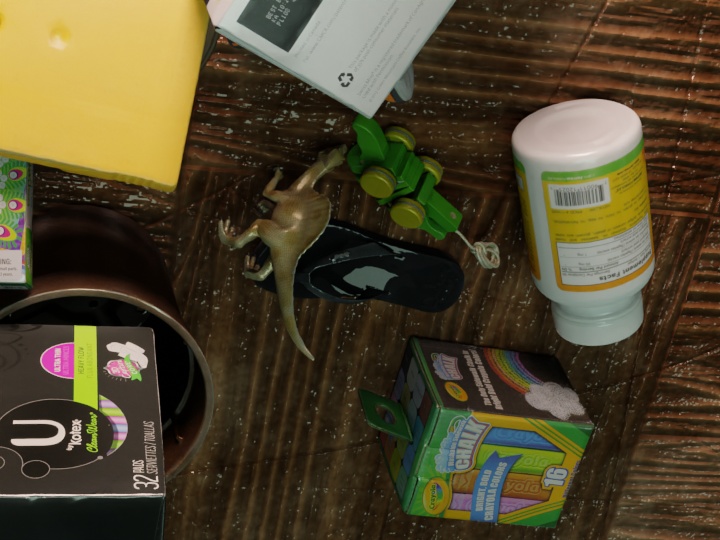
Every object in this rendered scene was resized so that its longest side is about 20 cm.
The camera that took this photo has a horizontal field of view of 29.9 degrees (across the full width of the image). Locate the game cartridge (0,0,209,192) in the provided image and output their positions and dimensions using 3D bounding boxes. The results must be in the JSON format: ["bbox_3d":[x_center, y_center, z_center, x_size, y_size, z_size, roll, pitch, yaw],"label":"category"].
[{"bbox_3d":[-0.211,-0.160,0.945,0.199,0.032,0.177,12,81,-13],"label":"game cartridge"}]

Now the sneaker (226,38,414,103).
[{"bbox_3d":[-0.039,-0.198,1.078,0.112,0.078,0.200,-18,136,22],"label":"sneaker"}]

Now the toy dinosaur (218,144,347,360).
[{"bbox_3d":[-0.066,-0.025,1.121,0.101,0.201,0.058,-8,150,38],"label":"toy dinosaur"}]

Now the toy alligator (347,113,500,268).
[{"bbox_3d":[0.045,-0.062,1.178,0.054,0.059,0.200,-10,135,45],"label":"toy alligator"}]

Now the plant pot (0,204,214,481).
[{"bbox_3d":[-0.226,0.055,1.098,0.199,0.198,0.201,-5,119,-8],"label":"plant pot"}]

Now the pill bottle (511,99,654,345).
[{"bbox_3d":[0.200,-0.038,1.186,0.111,0.111,0.201,-15,121,-3],"label":"pill bottle"}]

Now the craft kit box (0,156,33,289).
[{"bbox_3d":[-0.332,-0.086,0.957,0.199,0.049,0.198,0,82,-6],"label":"craft kit box"}]

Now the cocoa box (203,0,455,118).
[{"bbox_3d":[-0.003,-0.232,0.900,0.133,0.131,0.200,28,108,-27],"label":"cocoa box"}]

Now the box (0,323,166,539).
[{"bbox_3d":[-0.211,0.138,0.917,0.148,0.200,0.125,2,119,-13],"label":"box"}]

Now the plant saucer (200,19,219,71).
[{"bbox_3d":[-0.202,-0.211,1.021,0.199,0.029,0.201,5,120,8],"label":"plant saucer"}]

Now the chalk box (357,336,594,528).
[{"bbox_3d":[0.093,0.150,1.261,0.199,0.125,0.124,8,116,-15],"label":"chalk box"}]

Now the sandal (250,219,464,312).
[{"bbox_3d":[0.001,-0.001,1.204,0.199,0.043,0.076,6,117,-15],"label":"sandal"}]
